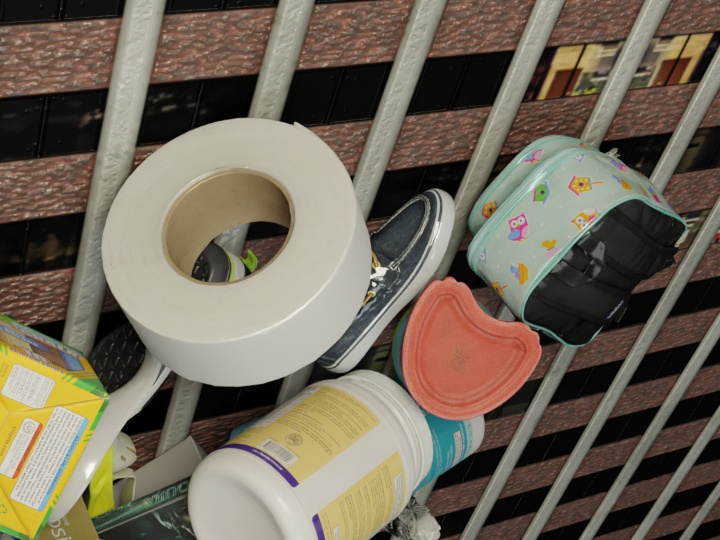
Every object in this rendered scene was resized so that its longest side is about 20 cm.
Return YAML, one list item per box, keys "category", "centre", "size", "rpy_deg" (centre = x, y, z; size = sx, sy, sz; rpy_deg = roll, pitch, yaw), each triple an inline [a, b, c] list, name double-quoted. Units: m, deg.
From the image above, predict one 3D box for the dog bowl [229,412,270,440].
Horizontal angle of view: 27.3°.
- category: "dog bowl"
  centre: [-0.091, 0.242, 1.468]
  size: [0.049, 0.202, 0.112]
  rpy_deg: [-9, 165, 8]

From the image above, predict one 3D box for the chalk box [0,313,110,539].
- category: "chalk box"
  centre: [-0.284, 0.103, 1.133]
  size: [0.123, 0.200, 0.125]
  rpy_deg: [27, 91, -19]

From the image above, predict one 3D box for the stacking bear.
- category: "stacking bear"
  centre: [0.081, 0.068, 1.393]
  size: [0.114, 0.121, 0.200]
  rpy_deg: [-57, -173, 3]

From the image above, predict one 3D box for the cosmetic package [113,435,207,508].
- category: "cosmetic package"
  centre: [-0.218, 0.265, 1.484]
  size: [0.199, 0.090, 0.107]
  rpy_deg: [-33, 147, -4]

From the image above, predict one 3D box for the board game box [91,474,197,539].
- category: "board game box"
  centre: [-0.206, 0.276, 1.374]
  size: [0.198, 0.028, 0.136]
  rpy_deg: [-24, 123, 9]

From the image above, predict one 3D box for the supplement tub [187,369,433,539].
- category: "supplement tub"
  centre: [-0.041, 0.187, 1.321]
  size: [0.199, 0.145, 0.146]
  rpy_deg: [-31, 154, -44]

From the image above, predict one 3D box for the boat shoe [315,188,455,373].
- category: "boat shoe"
  centre: [0.000, 0.000, 1.337]
  size: [0.090, 0.071, 0.201]
  rpy_deg: [27, 106, -33]

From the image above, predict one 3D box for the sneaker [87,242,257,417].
- category: "sneaker"
  centre: [-0.158, 0.062, 1.282]
  size: [0.200, 0.072, 0.083]
  rpy_deg: [-47, 149, 15]

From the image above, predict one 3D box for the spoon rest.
- category: "spoon rest"
  centre: [-0.212, 0.112, 1.205]
  size: [0.060, 0.099, 0.202]
  rpy_deg: [27, 82, -24]

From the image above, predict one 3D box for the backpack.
- category: "backpack"
  centre: [0.189, -0.033, 1.364]
  size: [0.176, 0.154, 0.200]
  rpy_deg: [-46, 160, 15]

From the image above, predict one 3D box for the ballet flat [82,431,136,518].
- category: "ballet flat"
  centre: [-0.240, 0.185, 1.368]
  size: [0.066, 0.067, 0.202]
  rpy_deg: [-12, 132, -22]

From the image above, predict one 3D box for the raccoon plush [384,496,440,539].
- category: "raccoon plush"
  centre: [-0.019, 0.280, 1.578]
  size: [0.096, 0.199, 0.135]
  rpy_deg: [-28, 142, -38]

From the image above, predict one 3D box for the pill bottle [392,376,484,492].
- category: "pill bottle"
  centre: [0.025, 0.180, 1.507]
  size: [0.199, 0.111, 0.111]
  rpy_deg: [-29, 150, -34]

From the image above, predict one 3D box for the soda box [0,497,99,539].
- category: "soda box"
  centre: [-0.277, 0.205, 1.254]
  size: [0.063, 0.201, 0.068]
  rpy_deg: [-3, 138, -36]

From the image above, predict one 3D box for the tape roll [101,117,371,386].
- category: "tape roll"
  centre: [-0.092, -0.017, 1.128]
  size: [0.201, 0.203, 0.071]
  rpy_deg: [-28, 146, -5]
